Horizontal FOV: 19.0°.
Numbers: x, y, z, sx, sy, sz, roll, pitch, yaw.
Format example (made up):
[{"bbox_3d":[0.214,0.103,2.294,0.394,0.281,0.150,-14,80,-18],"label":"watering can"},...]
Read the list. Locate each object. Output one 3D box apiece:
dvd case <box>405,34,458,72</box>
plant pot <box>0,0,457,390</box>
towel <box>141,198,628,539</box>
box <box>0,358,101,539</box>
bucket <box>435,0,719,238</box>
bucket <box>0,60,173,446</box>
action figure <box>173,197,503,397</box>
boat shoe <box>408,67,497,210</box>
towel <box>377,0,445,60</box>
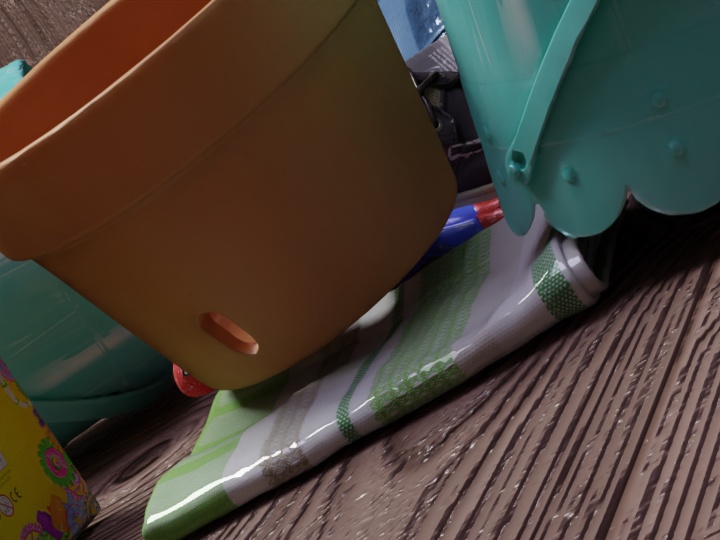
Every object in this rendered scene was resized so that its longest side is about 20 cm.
[{"bbox_3d":[0.005,-0.042,1.085,0.199,0.016,0.149,-33,35,-6],"label":"dvd case"},{"bbox_3d":[-0.053,-0.047,0.884,0.200,0.140,0.200,-36,16,12],"label":"plant pot"},{"bbox_3d":[0.010,0.027,0.834,0.199,0.031,0.149,-31,8,17],"label":"towel"},{"bbox_3d":[-0.245,0.132,0.879,0.192,0.122,0.200,-30,9,24],"label":"box"},{"bbox_3d":[0.119,-0.116,0.779,0.206,0.136,0.207,-23,15,6],"label":"bucket"},{"bbox_3d":[-0.187,0.003,1.102,0.134,0.208,0.207,-29,8,-1],"label":"bucket"},{"bbox_3d":[0.000,0.000,0.977,0.199,0.052,0.065,-34,13,6],"label":"action figure"},{"bbox_3d":[0.019,-0.064,1.030,0.199,0.065,0.072,-16,36,18],"label":"boat shoe"},{"bbox_3d":[0.029,-0.135,1.326,0.200,0.048,0.112,-45,36,33],"label":"towel"}]
